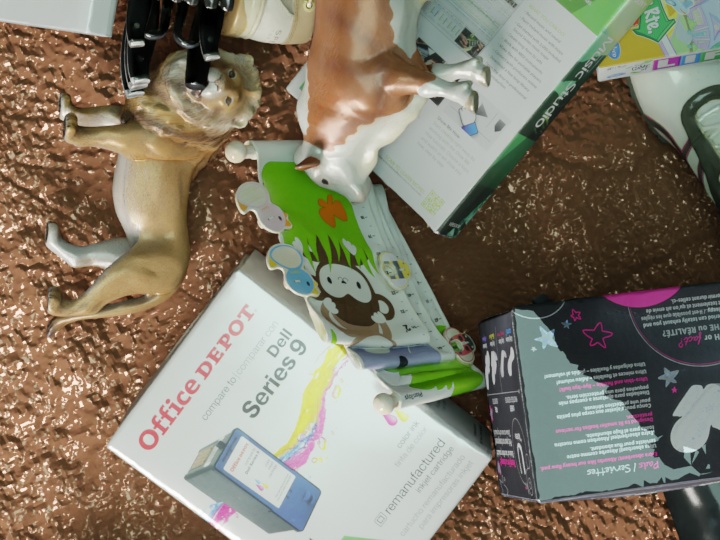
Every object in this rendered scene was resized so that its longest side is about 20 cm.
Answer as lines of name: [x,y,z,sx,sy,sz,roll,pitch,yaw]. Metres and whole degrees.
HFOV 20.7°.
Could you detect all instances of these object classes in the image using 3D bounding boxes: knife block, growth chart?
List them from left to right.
knife block: [-0.110,-0.207,1.201,0.064,0.200,0.176,9,119,-13]
growth chart: [0.000,0.000,1.212,0.018,0.144,0.201,-36,78,36]

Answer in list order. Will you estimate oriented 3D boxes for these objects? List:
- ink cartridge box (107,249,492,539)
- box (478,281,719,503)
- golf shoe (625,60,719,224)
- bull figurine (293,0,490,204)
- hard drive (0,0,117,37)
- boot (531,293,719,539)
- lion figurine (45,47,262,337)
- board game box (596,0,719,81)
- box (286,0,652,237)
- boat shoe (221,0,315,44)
ink cartridge box: [-0.037,0.105,1.242,0.200,0.088,0.146,38,98,-2]
box: [0.181,0.071,1.163,0.199,0.132,0.115,-6,85,-6]
golf shoe: [0.237,-0.082,1.240,0.077,0.088,0.200,-32,92,3]
bull figurine: [0.016,-0.140,1.183,0.121,0.065,0.201,0,92,16]
hard drive: [-0.184,-0.250,1.208,0.026,0.132,0.201,6,96,-46]
boot: [0.172,0.114,1.258,0.162,0.073,0.199,1,87,-4]
lion figurine: [-0.134,-0.048,1.250,0.122,0.072,0.201,5,108,-16]
board game box: [0.197,-0.228,1.225,0.134,0.034,0.201,-10,80,5]
box: [0.067,-0.142,1.215,0.144,0.036,0.200,45,104,20]
boat shoe: [-0.040,-0.238,1.237,0.069,0.074,0.201,13,89,-25]
